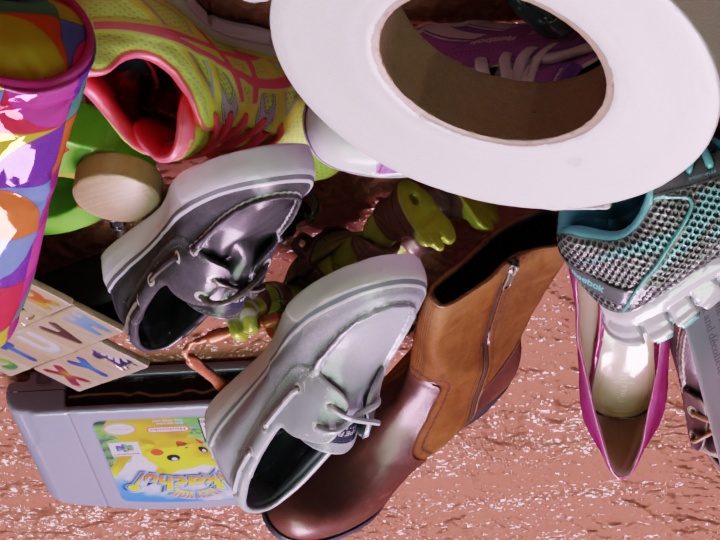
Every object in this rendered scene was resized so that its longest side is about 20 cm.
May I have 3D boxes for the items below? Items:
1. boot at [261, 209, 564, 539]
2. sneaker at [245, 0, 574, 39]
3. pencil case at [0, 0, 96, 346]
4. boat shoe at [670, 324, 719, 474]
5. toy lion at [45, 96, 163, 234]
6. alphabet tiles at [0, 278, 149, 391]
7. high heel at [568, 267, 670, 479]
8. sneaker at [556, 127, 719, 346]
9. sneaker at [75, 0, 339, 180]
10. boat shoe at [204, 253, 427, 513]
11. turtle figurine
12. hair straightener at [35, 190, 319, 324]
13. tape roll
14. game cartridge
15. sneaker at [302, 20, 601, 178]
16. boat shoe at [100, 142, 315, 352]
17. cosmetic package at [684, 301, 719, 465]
[{"bbox_3d":[0.033,0.065,1.293,0.188,0.069,0.200,-27,162,-23],"label":"boot"},{"bbox_3d":[0.041,-0.147,1.057,0.199,0.076,0.114,-19,139,22],"label":"sneaker"},{"bbox_3d":[-0.182,-0.048,1.081,0.088,0.089,0.200,12,136,-15],"label":"pencil case"},{"bbox_3d":[0.228,0.082,1.391,0.072,0.072,0.200,-8,143,12],"label":"boat shoe"},{"bbox_3d":[-0.225,-0.069,1.200,0.200,0.069,0.191,27,145,-33],"label":"toy lion"},{"bbox_3d":[-0.224,0.018,1.305,0.200,0.006,0.166,29,157,-23],"label":"alphabet tiles"},{"bbox_3d":[0.146,0.032,1.299,0.067,0.096,0.200,1,146,1],"label":"high heel"},{"bbox_3d":[0.185,-0.044,1.194,0.200,0.078,0.091,-39,114,19],"label":"sneaker"},{"bbox_3d":[-0.083,-0.082,1.144,0.200,0.091,0.078,28,136,-36],"label":"sneaker"},{"bbox_3d":[-0.017,0.065,1.222,0.070,0.072,0.201,-1,149,-34],"label":"boat shoe"},{"bbox_3d":[0.000,0.000,1.280,0.161,0.065,0.200,-37,157,34],"label":"turtle figurine"},{"bbox_3d":[-0.112,-0.011,1.290,0.199,0.041,0.077,-20,141,27],"label":"hair straightener"},{"bbox_3d":[0.060,-0.099,0.991,0.202,0.037,0.203,12,149,7],"label":"tape roll"},{"bbox_3d":[-0.114,0.107,1.470,0.199,0.041,0.133,-3,149,6],"label":"game cartridge"},{"bbox_3d":[0.067,-0.088,1.108,0.200,0.073,0.114,-12,-174,4],"label":"sneaker"},{"bbox_3d":[-0.076,-0.006,1.167,0.070,0.067,0.200,-6,165,-34],"label":"boat shoe"},{"bbox_3d":[0.303,0.044,1.231,0.200,0.168,0.166,-33,134,28],"label":"cosmetic package"}]
